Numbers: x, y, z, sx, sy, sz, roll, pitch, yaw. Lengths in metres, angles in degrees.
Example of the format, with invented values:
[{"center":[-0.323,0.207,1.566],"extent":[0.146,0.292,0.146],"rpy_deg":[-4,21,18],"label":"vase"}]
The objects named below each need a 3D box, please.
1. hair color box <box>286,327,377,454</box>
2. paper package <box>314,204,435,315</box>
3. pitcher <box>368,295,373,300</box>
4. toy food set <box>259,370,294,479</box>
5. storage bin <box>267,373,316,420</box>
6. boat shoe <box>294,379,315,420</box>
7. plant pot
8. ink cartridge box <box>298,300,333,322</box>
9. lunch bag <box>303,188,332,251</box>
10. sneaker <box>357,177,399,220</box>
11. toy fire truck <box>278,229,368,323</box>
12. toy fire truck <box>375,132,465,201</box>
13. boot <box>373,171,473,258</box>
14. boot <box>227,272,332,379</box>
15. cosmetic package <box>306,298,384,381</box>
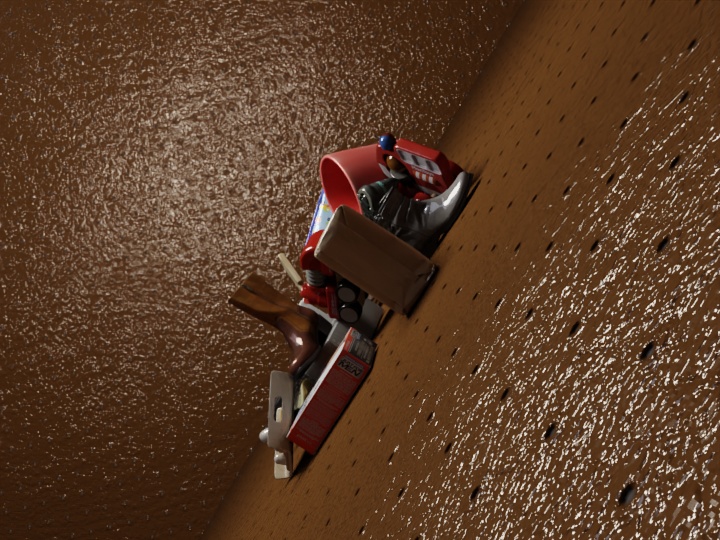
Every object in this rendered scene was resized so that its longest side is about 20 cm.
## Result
[{"center":[-0.050,0.212,1.480],"extent":[0.201,0.064,0.111],"rpy_deg":[-57,2,17],"label":"hair color box"},{"center":[0.021,-0.023,1.421],"extent":[0.104,0.189,0.200],"rpy_deg":[-56,1,3],"label":"paper package"},{"center":[0.000,0.000,1.876],"extent":[0.201,0.170,0.122],"rpy_deg":[-58,35,36],"label":"pitcher"},{"center":[-0.156,0.295,1.575],"extent":[0.201,0.059,0.145],"rpy_deg":[96,174,-61],"label":"toy food set"},{"center":[-0.116,0.260,1.889],"extent":[0.201,0.093,0.135],"rpy_deg":[-59,3,11],"label":"storage bin"},{"center":[-0.110,0.282,1.719],"extent":[0.065,0.073,0.200],"rpy_deg":[-52,3,7],"label":"boat shoe"},{"center":[0.031,-0.189,1.823],"extent":[0.176,0.202,0.200],"rpy_deg":[-25,-9,-18],"label":"plant pot"},{"center":[-0.085,0.136,1.934],"extent":[0.057,0.161,0.200],"rpy_deg":[-59,3,7],"label":"ink cartridge box"},{"center":[-0.041,-0.098,2.008],"extent":[0.094,0.149,0.203],"rpy_deg":[-10,-64,-76],"label":"lunch bag"},{"center":[0.041,-0.112,1.667],"extent":[0.079,0.076,0.201],"rpy_deg":[-34,-21,-18],"label":"sneaker"},{"center":[-0.085,-0.004,1.638],"extent":[0.129,0.197,0.178],"rpy_deg":[-68,-22,-50],"label":"toy fire truck"},{"center":[0.108,-0.202,1.641],"extent":[0.113,0.199,0.168],"rpy_deg":[-51,-38,-14],"label":"toy fire truck"},{"center":[0.106,-0.116,1.509],"extent":[0.201,0.131,0.070],"rpy_deg":[-58,2,19],"label":"boot"},{"center":[-0.161,0.099,1.588],"extent":[0.069,0.199,0.189],"rpy_deg":[-52,7,37],"label":"boot"},{"center":[-0.029,0.141,1.694],"extent":[0.107,0.090,0.200],"rpy_deg":[-56,0,34],"label":"cosmetic package"}]
